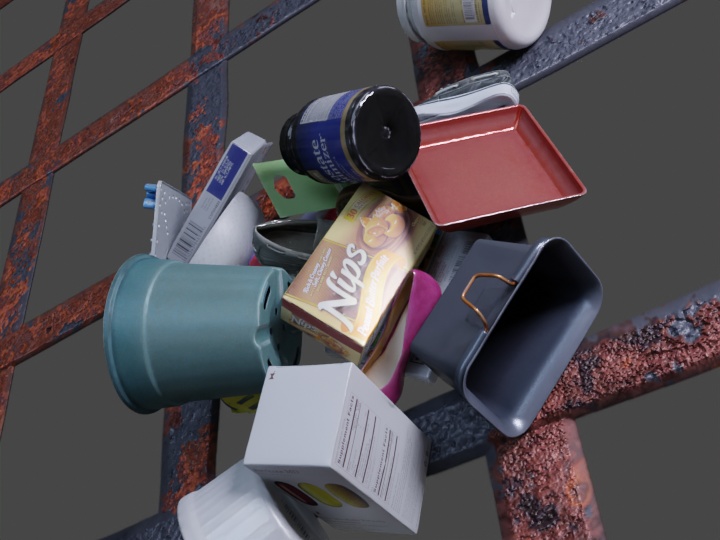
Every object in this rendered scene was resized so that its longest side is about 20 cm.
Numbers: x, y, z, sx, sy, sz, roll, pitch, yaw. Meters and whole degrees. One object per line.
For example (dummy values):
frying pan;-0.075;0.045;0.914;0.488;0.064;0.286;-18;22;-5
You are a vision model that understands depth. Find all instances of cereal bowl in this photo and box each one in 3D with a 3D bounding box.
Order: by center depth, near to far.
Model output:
cereal bowl;-0.198;-0.010;1.294;0.202;0.082;0.200;-57;4;6

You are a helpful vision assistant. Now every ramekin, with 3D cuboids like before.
ramekin;-0.099;0.299;0.944;0.097;0.202;0.201;-37;42;-3

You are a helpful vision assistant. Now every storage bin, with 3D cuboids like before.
storage bin;0.146;0.055;0.974;0.202;0.145;0.133;-56;33;-11

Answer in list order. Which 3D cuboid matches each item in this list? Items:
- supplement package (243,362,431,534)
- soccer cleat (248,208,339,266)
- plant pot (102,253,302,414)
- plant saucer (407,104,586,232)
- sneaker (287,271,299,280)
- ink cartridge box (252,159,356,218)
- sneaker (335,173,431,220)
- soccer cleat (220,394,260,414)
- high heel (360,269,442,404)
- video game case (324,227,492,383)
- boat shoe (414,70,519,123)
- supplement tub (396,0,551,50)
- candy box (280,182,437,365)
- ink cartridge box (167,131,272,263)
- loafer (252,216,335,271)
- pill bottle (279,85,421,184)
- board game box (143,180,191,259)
supplement package;-0.019;0.195;0.941;0.111;0.200;0.112;-6;55;30
soccer cleat;-0.078;-0.051;1.263;0.198;0.067;0.076;-36;24;-8
plant pot;-0.185;0.077;1.098;0.191;0.202;0.204;-2;56;17
plant saucer;0.154;-0.126;1.109;0.195;0.037;0.202;-12;45;-11
sneaker;-0.087;0.029;1.199;0.199;0.100;0.075;-40;41;6
ink cartridge box;-0.041;-0.146;1.249;0.195;0.049;0.146;-9;40;-21
sneaker;0.070;-0.108;1.181;0.195;0.068;0.091;0;42;18
soccer cleat;-0.145;0.166;1.187;0.199;0.064;0.086;32;111;43
high heel;0.027;0.093;1.029;0.200;0.096;0.067;-47;43;2
video game case;0.060;0.034;1.133;0.179;0.023;0.203;9;67;42
boat shoe;0.129;-0.225;1.244;0.195;0.073;0.072;-13;43;17
supplement tub;0.162;-0.396;1.277;0.197;0.144;0.147;13;68;43
candy box;0.000;0.000;1.078;0.114;0.056;0.202;29;61;9
ink cartridge box;-0.211;-0.113;1.335;0.202;0.040;0.200;-58;4;12
loafer;-0.047;-0.034;1.156;0.194;0.070;0.071;-1;59;4
pill bottle;-0.021;-0.168;1.120;0.198;0.111;0.113;4;61;56
board game box;-0.290;-0.018;1.297;0.025;0.200;0.206;4;88;1
